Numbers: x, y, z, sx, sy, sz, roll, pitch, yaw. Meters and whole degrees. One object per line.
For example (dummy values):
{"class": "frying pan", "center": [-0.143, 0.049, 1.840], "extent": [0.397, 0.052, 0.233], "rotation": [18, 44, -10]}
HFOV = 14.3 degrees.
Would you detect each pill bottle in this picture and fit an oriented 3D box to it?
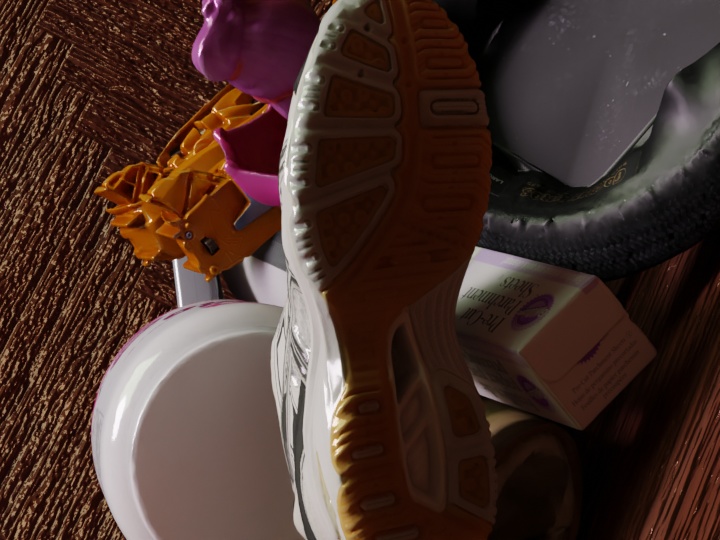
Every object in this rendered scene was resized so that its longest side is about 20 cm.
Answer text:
{"class": "pill bottle", "center": [-0.047, 0.069, 1.123], "extent": [0.114, 0.113, 0.200], "rotation": [-63, 7, -3]}

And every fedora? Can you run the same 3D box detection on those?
{"class": "fedora", "center": [0.100, -0.094, 1.037], "extent": [0.091, 0.200, 0.201], "rotation": [-7, -49, -56]}

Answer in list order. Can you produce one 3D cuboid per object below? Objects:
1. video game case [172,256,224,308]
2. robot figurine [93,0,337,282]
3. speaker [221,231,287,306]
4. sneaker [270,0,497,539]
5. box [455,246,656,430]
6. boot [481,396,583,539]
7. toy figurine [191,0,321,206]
{"class": "video game case", "center": [-0.066, 0.095, 1.361], "extent": [0.182, 0.022, 0.201], "rotation": [88, 174, -73]}
{"class": "robot figurine", "center": [-0.018, -0.076, 1.256], "extent": [0.200, 0.058, 0.145], "rotation": [-42, 18, -14]}
{"class": "speaker", "center": [0.000, 0.000, 1.266], "extent": [0.081, 0.081, 0.200], "rotation": [-63, 20, -1]}
{"class": "sneaker", "center": [-0.004, 0.006, 0.965], "extent": [0.088, 0.075, 0.201], "rotation": [178, 92, -66]}
{"class": "box", "center": [0.036, 0.016, 1.033], "extent": [0.041, 0.039, 0.200], "rotation": [-44, 21, -12]}
{"class": "boot", "center": [0.056, 0.057, 1.075], "extent": [0.200, 0.066, 0.176], "rotation": [-140, 71, -84]}
{"class": "toy figurine", "center": [-0.006, -0.115, 1.112], "extent": [0.150, 0.200, 0.185], "rotation": [13, 77, 48]}
